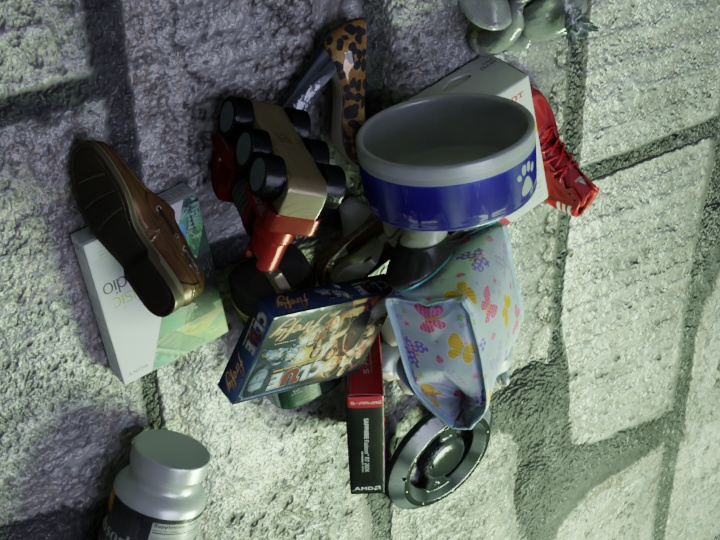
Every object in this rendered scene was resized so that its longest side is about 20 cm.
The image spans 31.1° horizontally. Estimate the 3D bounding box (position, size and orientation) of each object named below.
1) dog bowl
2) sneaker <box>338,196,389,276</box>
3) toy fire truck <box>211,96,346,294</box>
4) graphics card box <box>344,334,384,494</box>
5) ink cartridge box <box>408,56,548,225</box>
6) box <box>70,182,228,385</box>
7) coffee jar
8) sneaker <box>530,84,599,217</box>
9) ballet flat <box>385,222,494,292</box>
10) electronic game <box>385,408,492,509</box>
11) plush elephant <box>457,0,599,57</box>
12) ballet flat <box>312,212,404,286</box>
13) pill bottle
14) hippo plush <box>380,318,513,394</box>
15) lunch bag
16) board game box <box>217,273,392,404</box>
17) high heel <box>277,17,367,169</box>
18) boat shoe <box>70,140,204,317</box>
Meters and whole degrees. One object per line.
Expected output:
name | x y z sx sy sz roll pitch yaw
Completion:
dog bowl | 0.097 -0.124 1.447 0.200 0.200 0.079 -25 123 -27
sneaker | 0.000 0.000 1.621 0.099 0.078 0.200 -32 130 -16
toy fire truck | -0.101 -0.064 1.426 0.128 0.176 0.200 7 124 -31
graphics card box | 0.005 0.181 1.674 0.051 0.126 0.201 -2 133 -2
ink cartridge box | 0.150 -0.150 1.648 0.145 0.083 0.200 -33 132 -19
box | -0.234 0.017 1.461 0.144 0.036 0.201 -28 131 -24
coffee jar | -0.091 0.067 1.575 0.104 0.085 0.201 -27 130 -16
sneaker | 0.267 -0.153 1.720 0.078 0.115 0.200 -43 136 -12
ballet flat | 0.093 -0.055 1.483 0.200 0.068 0.069 -39 127 -33
electronic game | 0.117 0.269 1.902 0.200 0.042 0.201 -26 137 -27
plush elephant | 0.184 -0.343 1.517 0.165 0.200 0.155 -45 117 1
ballet flat | 0.027 -0.034 1.533 0.200 0.065 0.070 -40 117 21
pill bottle | -0.252 0.301 1.561 0.116 0.116 0.201 2 113 -41
hippo plush | 0.133 0.113 1.736 0.200 0.161 0.160 -28 130 -24
lunch bag | 0.117 0.067 1.540 0.170 0.127 0.201 -58 139 -46
board game box | -0.057 0.077 1.484 0.200 0.035 0.136 -11 138 -44
high heel | 0.014 -0.196 1.511 0.200 0.071 0.143 32 99 -37
boat shoe | -0.234 -0.049 1.364 0.068 0.072 0.201 -35 102 -50
